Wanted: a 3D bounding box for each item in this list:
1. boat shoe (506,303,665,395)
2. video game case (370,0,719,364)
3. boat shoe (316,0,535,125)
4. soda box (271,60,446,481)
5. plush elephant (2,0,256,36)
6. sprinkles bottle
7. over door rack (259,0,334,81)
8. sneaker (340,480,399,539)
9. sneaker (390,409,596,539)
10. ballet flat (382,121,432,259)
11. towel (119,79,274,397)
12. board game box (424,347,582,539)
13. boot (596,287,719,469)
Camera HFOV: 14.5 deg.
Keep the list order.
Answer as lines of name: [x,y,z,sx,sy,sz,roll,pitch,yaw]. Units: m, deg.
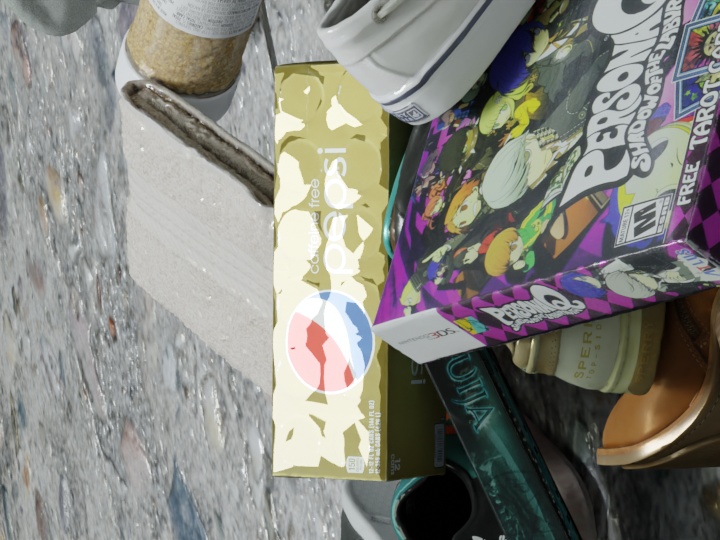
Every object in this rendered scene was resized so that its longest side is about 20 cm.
boat shoe: [0.071,0.002,1.201,0.201,0.063,0.074,-122,37,-67]
video game case: [0.095,-0.071,1.105,0.181,0.036,0.201,-17,49,50]
boat shoe: [0.054,-0.156,1.142,0.200,0.066,0.072,-54,26,-5]
soda box: [0.000,0.000,1.375,0.067,0.064,0.202,0,89,30]
plush elephant: [-0.159,-0.226,1.743,0.200,0.165,0.155,49,-175,32]
sprinkles bottle: [-0.078,-0.164,1.507,0.201,0.068,0.069,113,144,-46]
over door rack: [-0.017,-0.133,1.532,0.148,0.066,0.202,155,116,-70]
sneaker: [0.035,0.198,1.532,0.200,0.070,0.100,-120,28,-58]
sneaker: [0.044,0.102,1.444,0.200,0.079,0.072,-143,46,-63]
ballet flat: [0.062,-0.091,1.341,0.068,0.068,0.201,-1,76,36]
towel: [-0.063,-0.003,1.509,0.200,0.034,0.133,36,139,36]
board game box: [0.078,0.107,1.289,0.135,0.028,0.201,-1,-114,-86]
boot: [0.145,-0.003,1.171,0.200,0.073,0.156,137,128,-64]
